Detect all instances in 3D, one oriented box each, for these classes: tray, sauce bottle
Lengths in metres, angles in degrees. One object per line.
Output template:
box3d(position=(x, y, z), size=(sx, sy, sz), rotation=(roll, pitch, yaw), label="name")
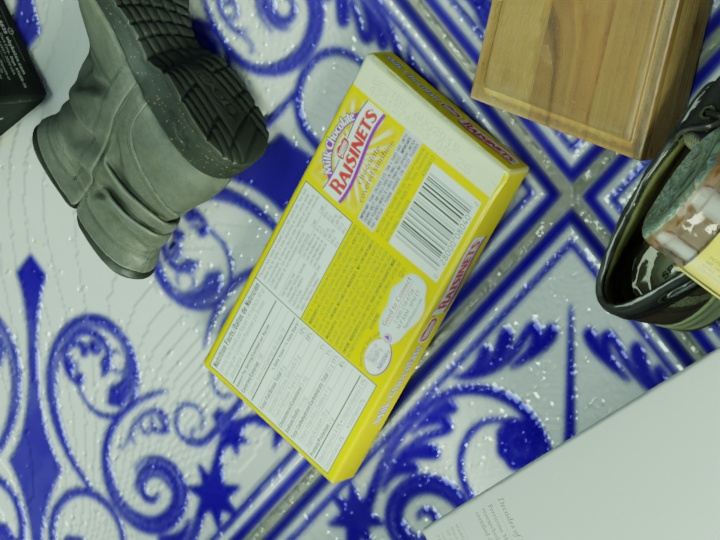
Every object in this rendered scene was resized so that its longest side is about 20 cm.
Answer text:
box3d(position=(0.120, -0.162, 1.267), size=(0.098, 0.037, 0.201), rotation=(23, 111, 31), label="tray")
box3d(position=(0.213, 0.019, 1.145), size=(0.200, 0.065, 0.065), rotation=(36, 120, -8), label="sauce bottle")

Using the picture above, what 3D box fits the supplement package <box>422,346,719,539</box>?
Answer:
box3d(position=(0.153, 0.115, 1.232), size=(0.200, 0.121, 0.120), rotation=(-35, 76, 35), label="supplement package")

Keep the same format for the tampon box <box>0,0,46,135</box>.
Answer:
box3d(position=(-0.305, -0.106, 1.524), size=(0.200, 0.126, 0.150), rotation=(-32, 78, 35), label="tampon box")

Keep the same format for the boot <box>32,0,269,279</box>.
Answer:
box3d(position=(-0.140, -0.103, 1.448), size=(0.131, 0.068, 0.200), rotation=(-39, 73, 39), label="boot")

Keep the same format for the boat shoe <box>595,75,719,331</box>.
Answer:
box3d(position=(0.175, -0.051, 1.225), size=(0.073, 0.065, 0.200), rotation=(42, 118, 25), label="boat shoe")

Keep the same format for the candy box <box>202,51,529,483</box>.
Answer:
box3d(position=(0.000, 0.000, 1.383), size=(0.102, 0.026, 0.200), rotation=(43, 119, 26), label="candy box")
